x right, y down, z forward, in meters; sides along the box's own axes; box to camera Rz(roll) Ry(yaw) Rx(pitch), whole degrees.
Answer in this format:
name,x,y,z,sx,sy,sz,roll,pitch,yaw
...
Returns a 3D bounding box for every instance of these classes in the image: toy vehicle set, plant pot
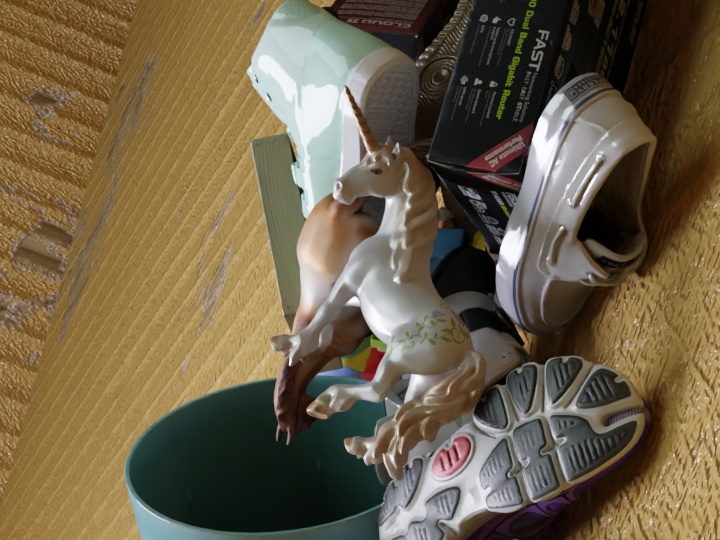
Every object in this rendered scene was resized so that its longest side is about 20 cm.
name,x,y,z,sx,sy,sz,roll,pitch,yaw
toy vehicle set,-0.043,-0.007,1.633,0.200,0.026,0.125,75,-176,-76
plant pot,-0.041,0.184,1.480,0.201,0.200,0.162,-103,7,-66

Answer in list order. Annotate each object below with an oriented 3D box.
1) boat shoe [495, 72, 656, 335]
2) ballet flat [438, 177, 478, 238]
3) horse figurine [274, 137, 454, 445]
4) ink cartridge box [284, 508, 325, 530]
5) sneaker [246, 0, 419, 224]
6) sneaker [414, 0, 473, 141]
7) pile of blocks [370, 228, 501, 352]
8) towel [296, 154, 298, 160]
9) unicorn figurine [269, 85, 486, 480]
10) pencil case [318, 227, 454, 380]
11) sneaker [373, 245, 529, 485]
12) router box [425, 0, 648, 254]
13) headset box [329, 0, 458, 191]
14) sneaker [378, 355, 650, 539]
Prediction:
name,x,y,z,sx,sy,sz,roll,pitch,yaw
boat shoe,0.133,-0.022,1.356,0.070,0.071,0.200,45,144,29
ballet flat,0.095,-0.106,1.633,0.067,0.068,0.201,-47,27,40
horse figurine,0.000,0.000,1.447,0.050,0.132,0.201,37,132,32
ink cartridge box,-0.050,0.219,1.684,0.145,0.084,0.200,-93,28,-59
sneaker,-0.022,-0.081,1.493,0.118,0.074,0.201,40,139,34
sneaker,0.092,-0.129,1.546,0.201,0.071,0.113,-67,-30,-29
pile of blocks,0.050,0.025,1.580,0.200,0.082,0.062,132,154,-55
towel,0.024,-0.143,1.790,0.192,0.034,0.201,4,-67,-60
unicorn figurine,0.012,0.017,1.351,0.137,0.074,0.200,-43,66,12
pencil case,0.000,0.040,1.760,0.201,0.088,0.088,-66,14,5
sneaker,0.074,0.061,1.434,0.200,0.088,0.074,-70,-25,-47
router box,0.114,-0.122,1.433,0.150,0.062,0.201,48,-124,-63
headset box,0.016,-0.115,1.605,0.200,0.075,0.149,-61,-26,-67
sneaker,0.094,0.114,1.319,0.200,0.083,0.081,-36,53,40
